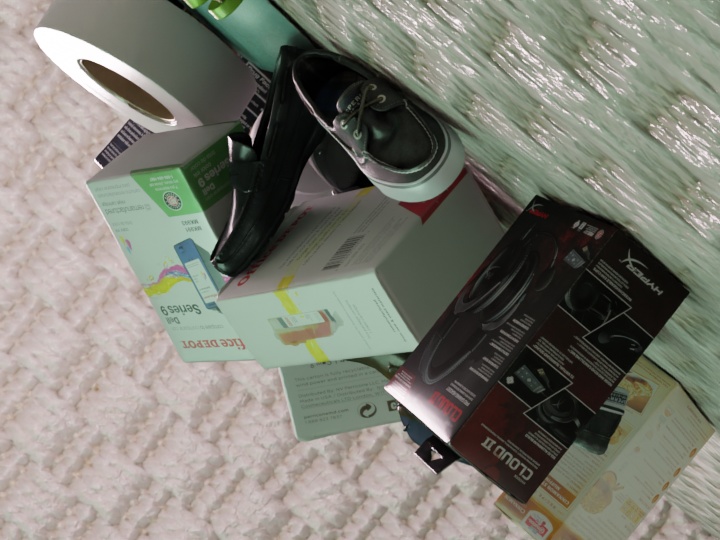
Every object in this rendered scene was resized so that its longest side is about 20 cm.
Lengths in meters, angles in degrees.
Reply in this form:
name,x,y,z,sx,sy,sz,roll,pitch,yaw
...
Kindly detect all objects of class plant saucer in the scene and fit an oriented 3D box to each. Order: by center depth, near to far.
name,x,y,z,sx,sy,sz,roll,pitch,yaw
plant saucer,-0.113,-0.222,1.554,0.201,0.039,0.201,40,177,2

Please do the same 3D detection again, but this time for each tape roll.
name,x,y,z,sx,sy,sz,roll,pitch,yaw
tape roll,-0.196,-0.191,1.666,0.202,0.071,0.202,29,170,6

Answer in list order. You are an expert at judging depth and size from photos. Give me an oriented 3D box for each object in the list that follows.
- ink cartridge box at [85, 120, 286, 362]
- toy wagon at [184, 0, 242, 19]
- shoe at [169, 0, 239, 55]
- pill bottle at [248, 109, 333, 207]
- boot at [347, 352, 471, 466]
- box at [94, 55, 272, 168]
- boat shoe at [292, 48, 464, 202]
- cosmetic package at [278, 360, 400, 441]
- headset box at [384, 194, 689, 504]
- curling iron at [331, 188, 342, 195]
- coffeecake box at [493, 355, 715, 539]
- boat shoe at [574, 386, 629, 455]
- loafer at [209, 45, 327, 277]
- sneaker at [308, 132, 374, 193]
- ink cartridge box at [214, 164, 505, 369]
name,x,y,z,sx,sy,sz,roll,pitch,yaw
ink cartridge box,-0.133,-0.021,1.629,0.145,0.087,0.200,-3,122,47
toy wagon,-0.166,-0.268,1.415,0.155,0.040,0.200,45,176,-26
shoe,-0.174,-0.244,1.714,0.200,0.071,0.091,46,178,-36
pill bottle,-0.053,-0.115,1.749,0.113,0.113,0.200,40,177,-5
boot,0.040,0.102,1.531,0.199,0.097,0.075,11,175,34
box,-0.131,-0.116,1.912,0.200,0.199,0.123,41,180,-33
boat shoe,0.006,-0.117,1.368,0.066,0.070,0.200,39,-174,-38
cosmetic package,-0.004,0.037,1.822,0.200,0.164,0.166,-93,-8,-60
headset box,0.110,0.057,1.252,0.077,0.200,0.149,40,179,-19
curling iron,0.028,0.010,1.616,0.200,0.026,0.050,57,172,10
coffeecake box,0.240,0.191,1.776,0.073,0.200,0.154,38,177,33
boat shoe,0.158,0.119,1.533,0.073,0.068,0.199,17,176,-26
loafer,-0.081,-0.091,1.511,0.070,0.201,0.068,24,-168,-17
sneaker,0.044,-0.057,1.586,0.200,0.084,0.121,32,-172,-35
ink cartridge box,0.000,0.000,1.501,0.200,0.145,0.084,-9,121,46
